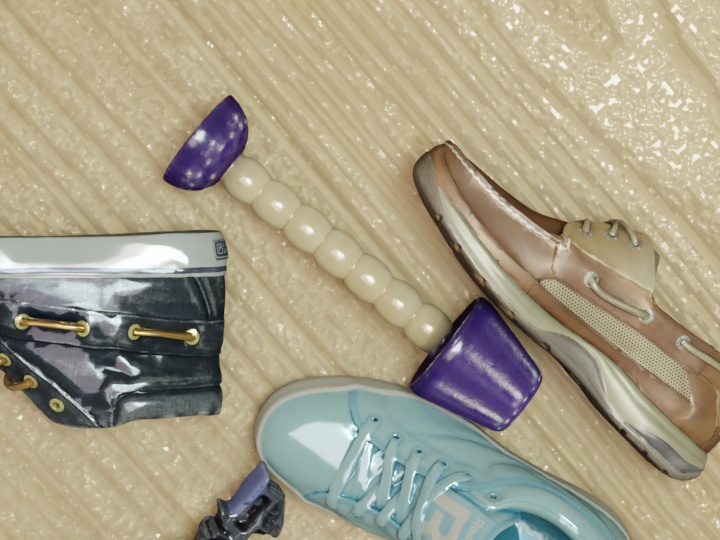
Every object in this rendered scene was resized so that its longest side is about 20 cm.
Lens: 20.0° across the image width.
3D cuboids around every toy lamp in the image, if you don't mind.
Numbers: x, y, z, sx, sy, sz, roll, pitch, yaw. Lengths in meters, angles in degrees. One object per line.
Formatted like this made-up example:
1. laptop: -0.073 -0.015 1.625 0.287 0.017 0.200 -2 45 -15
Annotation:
1. toy lamp: 0.000 0.000 0.961 0.200 0.058 0.058 41 95 -1

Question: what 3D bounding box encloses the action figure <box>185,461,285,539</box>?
1. action figure: -0.073 0.199 0.957 0.192 0.105 0.201 30 103 -15

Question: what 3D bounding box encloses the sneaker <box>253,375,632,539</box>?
1. sneaker: 0.042 0.106 0.956 0.198 0.082 0.075 21 95 0

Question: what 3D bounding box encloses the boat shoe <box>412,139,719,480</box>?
1. boat shoe: 0.105 0.008 0.954 0.072 0.076 0.200 -44 102 1

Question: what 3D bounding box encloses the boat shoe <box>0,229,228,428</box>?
1. boat shoe: -0.160 0.029 0.956 0.198 0.071 0.092 -1 92 -1
